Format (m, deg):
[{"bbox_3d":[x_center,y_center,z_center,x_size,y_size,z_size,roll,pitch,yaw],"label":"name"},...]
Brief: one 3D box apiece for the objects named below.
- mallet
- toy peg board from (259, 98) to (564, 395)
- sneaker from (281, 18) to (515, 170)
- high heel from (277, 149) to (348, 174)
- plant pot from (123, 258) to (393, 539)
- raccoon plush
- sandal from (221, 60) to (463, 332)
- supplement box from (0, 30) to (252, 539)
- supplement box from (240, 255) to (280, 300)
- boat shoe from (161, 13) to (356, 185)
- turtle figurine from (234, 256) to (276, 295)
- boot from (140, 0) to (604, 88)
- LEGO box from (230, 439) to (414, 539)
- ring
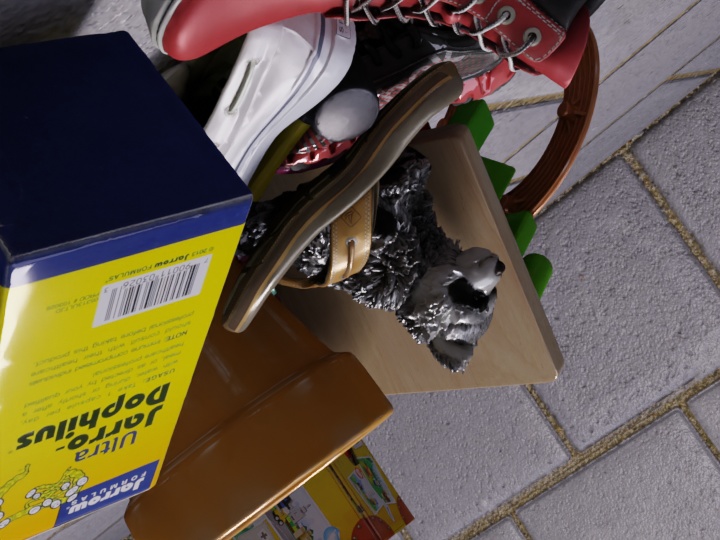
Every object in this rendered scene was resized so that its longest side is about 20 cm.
[{"bbox_3d":[-0.061,-0.057,0.709,0.041,0.066,0.200,12,137,-37],"label":"mallet"},{"bbox_3d":[0.038,-0.019,0.919,0.197,0.202,0.098,-8,-150,34],"label":"toy peg board"},{"bbox_3d":[0.004,-0.126,0.738,0.198,0.071,0.098,-22,152,-11],"label":"sneaker"},{"bbox_3d":[0.002,-0.102,0.847,0.199,0.067,0.096,-35,163,-30],"label":"high heel"},{"bbox_3d":[-0.108,0.084,0.883,0.199,0.184,0.200,-36,173,-5],"label":"plant pot"},{"bbox_3d":[0.000,0.000,0.824,0.198,0.135,0.097,-3,-148,41],"label":"raccoon plush"},{"bbox_3d":[-0.006,-0.031,0.703,0.200,0.054,0.080,-45,-170,11],"label":"sandal"},{"bbox_3d":[-0.140,0.015,0.543,0.109,0.109,0.201,-18,146,-37],"label":"supplement box"},{"bbox_3d":[-0.139,0.052,1.122,0.199,0.086,0.110,-31,172,-29],"label":"supplement box"},{"bbox_3d":[-0.083,-0.085,0.659,0.066,0.074,0.200,6,145,-36],"label":"boat shoe"},{"bbox_3d":[-0.046,-0.013,1.018,0.200,0.149,0.101,-41,154,-35],"label":"turtle figurine"},{"bbox_3d":[0.016,-0.118,0.541,0.199,0.145,0.072,-34,173,-7],"label":"boot"},{"bbox_3d":[-0.075,0.174,1.062,0.148,0.201,0.077,-38,170,21],"label":"LEGO box"},{"bbox_3d":[0.114,-0.118,0.988,0.019,0.202,0.200,22,136,-27],"label":"ring"}]
